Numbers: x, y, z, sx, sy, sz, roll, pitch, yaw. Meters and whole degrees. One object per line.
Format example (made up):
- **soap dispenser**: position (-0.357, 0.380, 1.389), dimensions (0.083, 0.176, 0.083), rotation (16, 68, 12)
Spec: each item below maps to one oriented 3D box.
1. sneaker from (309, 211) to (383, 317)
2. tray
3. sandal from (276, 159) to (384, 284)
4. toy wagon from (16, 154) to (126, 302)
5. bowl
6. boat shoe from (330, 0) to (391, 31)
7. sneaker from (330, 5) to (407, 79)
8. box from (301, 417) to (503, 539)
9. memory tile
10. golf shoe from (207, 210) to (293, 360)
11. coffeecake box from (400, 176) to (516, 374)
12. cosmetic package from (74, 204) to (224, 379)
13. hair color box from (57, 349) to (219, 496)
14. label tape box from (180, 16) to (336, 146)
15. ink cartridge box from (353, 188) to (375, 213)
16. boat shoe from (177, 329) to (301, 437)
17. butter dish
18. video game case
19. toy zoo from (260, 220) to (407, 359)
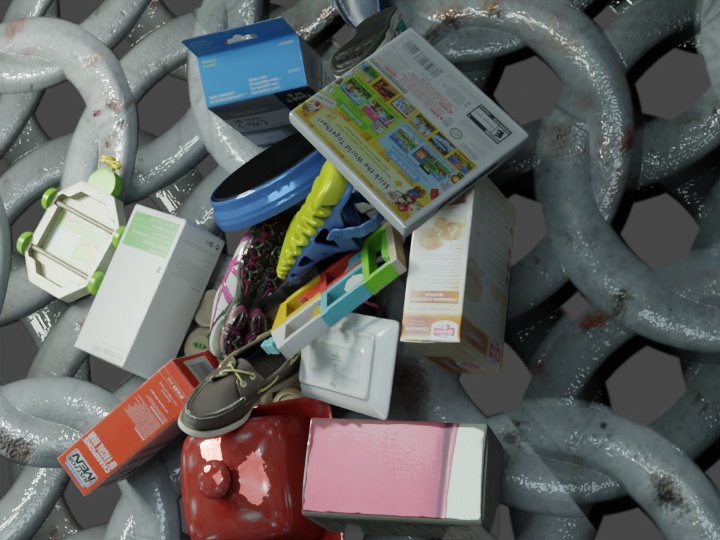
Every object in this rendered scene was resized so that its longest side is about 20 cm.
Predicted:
- **sneaker**: position (0.000, 0.000, 1.721), dimensions (0.099, 0.071, 0.201), rotation (-39, 57, 15)
- **tray**: position (-0.021, 0.101, 1.621), dimensions (0.200, 0.022, 0.108), rotation (7, 90, 60)
- **sandal**: position (-0.036, -0.041, 1.646), dimensions (0.200, 0.087, 0.080), rotation (128, 159, -53)
- **toy wagon**: position (-0.372, -0.059, 1.941), dimensions (0.155, 0.040, 0.201), rotation (26, 85, 30)
- **bowl**: position (-0.096, -0.119, 1.750), dimensions (0.200, 0.201, 0.039), rotation (-26, 107, 16)
- **boat shoe**: position (-0.024, -0.389, 1.862), dimensions (0.084, 0.069, 0.201), rotation (-33, 62, 13)
- **sneaker**: position (0.029, -0.232, 1.730), dimensions (0.083, 0.200, 0.121), rotation (-21, 110, 25)
- **box**: position (0.049, 0.228, 1.571), dimensions (0.199, 0.128, 0.110), rotation (0, 71, 14)
- **memory tile**: position (-0.136, 0.107, 1.785), dimensions (0.199, 0.017, 0.154), rotation (10, 78, 29)
- **golf shoe**: position (-0.142, 0.013, 1.757), dimensions (0.092, 0.072, 0.201), rotation (23, 92, 55)
- **coffeecake box**: position (0.113, 0.002, 1.617), dimensions (0.073, 0.153, 0.201), rotation (0, 73, 23)
- **cosmetic package**: position (-0.267, 0.031, 1.828), dimensions (0.107, 0.085, 0.201), rotation (15, 79, 39)
- **hair color box**: position (-0.259, 0.184, 1.747), dimensions (0.200, 0.111, 0.064), rotation (-41, 81, 15)
- **label tape box**: position (-0.113, -0.227, 1.776), dimensions (0.143, 0.200, 0.064), rotation (-9, 69, 23)
- **ink cartridge box**: position (0.055, -0.108, 1.696), dimensions (0.199, 0.099, 0.039), rotation (-20, 94, 9)
- **boat shoe**: position (-0.135, 0.125, 1.661), dimensions (0.072, 0.200, 0.060), rotation (33, 129, 23)
- **butter dish**: position (-0.136, 0.246, 1.659), dimensions (0.199, 0.148, 0.201), rotation (-13, 71, 22)
- **video game case**: position (0.052, -0.156, 1.577), dimensions (0.182, 0.023, 0.200), rotation (-37, 66, -17)
- **toy zoo**: position (-0.034, 0.029, 1.631), dimensions (0.200, 0.020, 0.131), rotation (-37, 17, 12)
